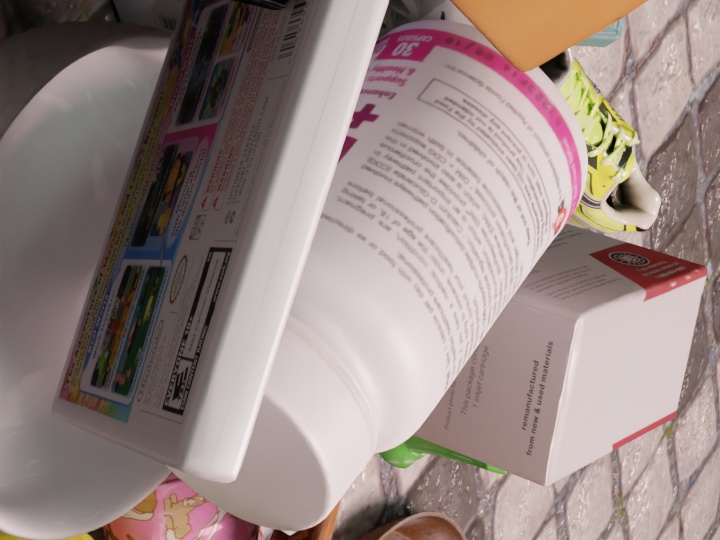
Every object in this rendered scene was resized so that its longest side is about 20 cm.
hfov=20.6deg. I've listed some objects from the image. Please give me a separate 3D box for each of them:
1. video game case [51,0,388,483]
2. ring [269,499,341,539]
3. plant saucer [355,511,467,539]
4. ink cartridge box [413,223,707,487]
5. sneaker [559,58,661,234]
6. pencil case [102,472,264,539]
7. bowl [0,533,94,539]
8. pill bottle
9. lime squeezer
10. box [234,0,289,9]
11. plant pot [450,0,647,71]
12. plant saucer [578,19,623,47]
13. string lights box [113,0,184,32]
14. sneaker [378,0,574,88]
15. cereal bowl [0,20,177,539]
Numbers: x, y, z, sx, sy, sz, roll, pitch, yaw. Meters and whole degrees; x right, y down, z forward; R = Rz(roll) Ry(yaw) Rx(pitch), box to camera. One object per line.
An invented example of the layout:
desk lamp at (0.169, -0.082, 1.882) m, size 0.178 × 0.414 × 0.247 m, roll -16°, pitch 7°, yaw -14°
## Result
video game case at (-0.046, -0.037, 0.663) m, size 0.024 × 0.182 × 0.201 m, roll 19°, pitch 84°, yaw -20°
ring at (-0.049, 0.172, 0.808) m, size 0.200 × 0.019 × 0.202 m, roll -158°, pitch -90°, yaw -88°
plant saucer at (0.004, 0.232, 1.144) m, size 0.200 × 0.034 × 0.202 m, roll -34°, pitch 131°, yaw -49°
ink cartridge box at (0.043, 0.018, 0.952) m, size 0.146 × 0.199 × 0.083 m, roll -15°, pitch 119°, yaw -55°
sneaker at (0.124, -0.089, 1.158) m, size 0.076 × 0.076 × 0.200 m, roll -63°, pitch 145°, yaw -15°
pencil case at (-0.074, 0.142, 0.928) m, size 0.086 × 0.083 × 0.201 m, roll -26°, pitch 128°, yaw -26°
bowl at (-0.140, 0.200, 0.818) m, size 0.200 × 0.107 × 0.202 m, roll -31°, pitch 128°, yaw -50°
pill bottle at (0.000, 0.000, 0.792) m, size 0.200 × 0.113 × 0.114 m, roll -52°, pitch 143°, yaw -36°
lime squeezer at (0.042, 0.093, 1.121) m, size 0.200 × 0.070 × 0.038 m, roll 88°, pitch 1°, yaw -86°
box at (-0.108, -0.193, 0.606) m, size 0.104 × 0.199 × 0.183 m, roll 7°, pitch 97°, yaw -58°
plant pot at (0.062, -0.169, 0.719) m, size 0.140 × 0.200 × 0.200 m, roll -44°, pitch 149°, yaw 7°
plant saucer at (0.075, -0.156, 1.051) m, size 0.199 × 0.019 × 0.070 m, roll -3°, pitch 105°, yaw -40°
string lights box at (-0.015, -0.175, 0.862) m, size 0.200 × 0.102 × 0.059 m, roll -54°, pitch 145°, yaw -33°
sneaker at (0.049, -0.106, 0.903) m, size 0.074 × 0.088 × 0.200 m, roll -52°, pitch -173°, yaw -9°
cereal bowl at (-0.126, -0.002, 0.774) m, size 0.200 × 0.083 × 0.201 m, roll -33°, pitch 130°, yaw -50°
